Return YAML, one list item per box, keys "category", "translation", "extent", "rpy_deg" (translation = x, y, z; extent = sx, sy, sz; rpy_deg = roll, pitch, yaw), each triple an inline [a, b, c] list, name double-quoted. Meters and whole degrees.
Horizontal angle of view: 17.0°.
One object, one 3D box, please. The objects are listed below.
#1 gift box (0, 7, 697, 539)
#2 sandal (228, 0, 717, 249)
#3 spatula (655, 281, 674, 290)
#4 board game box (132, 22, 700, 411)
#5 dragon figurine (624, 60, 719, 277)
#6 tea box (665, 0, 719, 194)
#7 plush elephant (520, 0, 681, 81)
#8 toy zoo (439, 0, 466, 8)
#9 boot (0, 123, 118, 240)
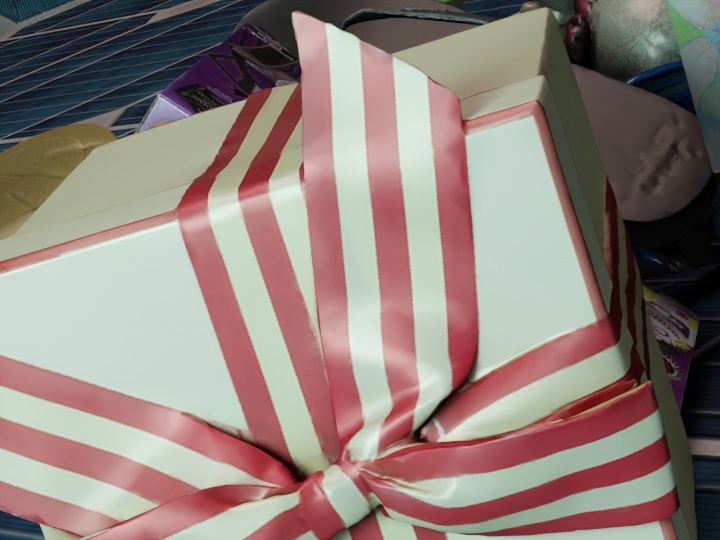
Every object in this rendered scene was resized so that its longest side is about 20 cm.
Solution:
- category: "gift box"
  translation: [-0.011, 0.025, 0.676]
  extent: [0.184, 0.200, 0.187]
  rpy_deg: [-21, 13, 11]
- category: "sandal"
  translation: [0.041, -0.070, 0.905]
  extent: [0.200, 0.043, 0.076]
  rpy_deg: [18, 61, 21]
- category: "spatula"
  translation: [0.040, 0.028, 0.971]
  extent: [0.200, 0.021, 0.056]
  rpy_deg: [-9, 10, 41]
- category: "board game box"
  translation: [0.024, -0.011, 0.828]
  extent: [0.032, 0.200, 0.120]
  rpy_deg: [-57, 0, 25]
- category: "dragon figurine"
  translation: [0.111, -0.047, 0.954]
  extent: [0.199, 0.100, 0.059]
  rpy_deg: [-12, -2, -26]
- category: "tea box"
  translation: [0.214, -0.105, 0.885]
  extent: [0.133, 0.197, 0.200]
  rpy_deg: [-10, 16, 35]
- category: "plush elephant"
  translation: [0.117, -0.117, 1.075]
  extent: [0.200, 0.165, 0.155]
  rpy_deg: [20, 13, -40]
- category: "toy zoo"
  translation: [-0.048, -0.062, 1.016]
  extent: [0.200, 0.020, 0.131]
  rpy_deg: [-33, -4, -35]
- category: "boot"
  translation: [-0.137, 0.057, 0.824]
  extent: [0.200, 0.156, 0.073]
  rpy_deg: [-30, 34, 0]
